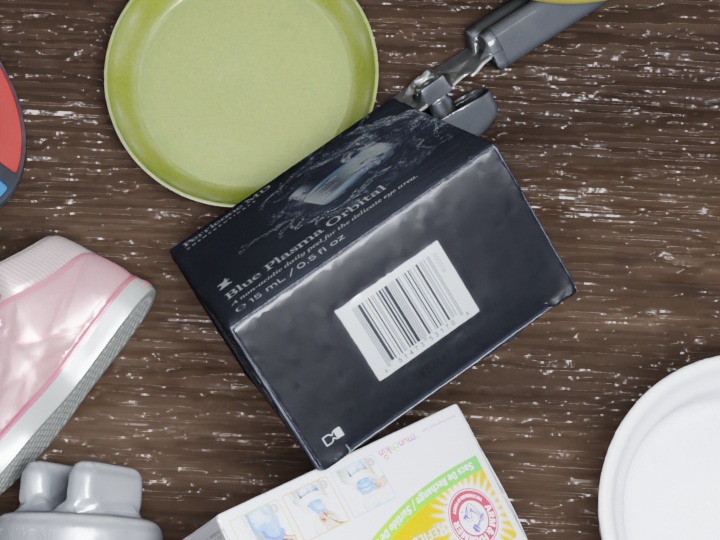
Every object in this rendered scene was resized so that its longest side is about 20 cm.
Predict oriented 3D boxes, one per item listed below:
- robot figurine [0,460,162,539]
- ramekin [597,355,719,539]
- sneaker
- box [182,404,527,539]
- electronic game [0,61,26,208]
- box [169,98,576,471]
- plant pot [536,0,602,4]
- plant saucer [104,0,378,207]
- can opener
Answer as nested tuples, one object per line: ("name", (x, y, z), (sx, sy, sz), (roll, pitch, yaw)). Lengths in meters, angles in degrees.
("robot figurine", (-0.190, 0.227, 1.057), (0.169, 0.113, 0.201), (-6, 76, 31))
("ramekin", (0.252, 0.162, 1.073), (0.199, 0.098, 0.201), (0, 78, 0))
("sneaker", (-0.240, 0.063, 1.111), (0.104, 0.075, 0.201), (35, 73, 3))
("box", (-0.011, 0.178, 1.023), (0.199, 0.112, 0.102), (-21, 78, -37))
("electronic game", (-0.312, -0.120, 1.105), (0.042, 0.200, 0.201), (-29, 76, 33))
("box", (0.000, 0.000, 1.046), (0.196, 0.200, 0.118), (-35, 111, -7))
("plant pot", (0.147, -0.319, 1.104), (0.200, 0.189, 0.202), (-3, 59, 5))
("plant saucer", (-0.086, -0.140, 1.175), (0.199, 0.031, 0.201), (0, 78, 1))
("can opener", (0.108, -0.153, 1.174), (0.200, 0.053, 0.067), (-33, 112, -6))
